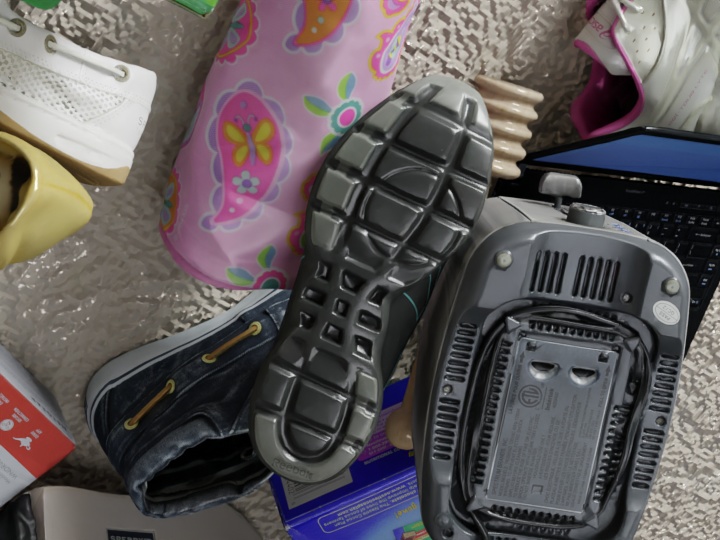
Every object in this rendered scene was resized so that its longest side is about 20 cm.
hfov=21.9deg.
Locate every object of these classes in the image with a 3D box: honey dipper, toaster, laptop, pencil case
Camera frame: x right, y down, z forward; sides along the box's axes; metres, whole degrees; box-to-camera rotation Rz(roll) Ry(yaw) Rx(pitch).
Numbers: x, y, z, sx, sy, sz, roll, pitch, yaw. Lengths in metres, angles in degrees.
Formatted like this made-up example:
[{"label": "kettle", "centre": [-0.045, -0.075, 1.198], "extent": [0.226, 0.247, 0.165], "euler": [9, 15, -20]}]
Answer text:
[{"label": "honey dipper", "centre": [0.050, -0.001, 0.965], "extent": [0.038, 0.038, 0.200], "euler": [11, 99, -31]}, {"label": "toaster", "centre": [0.084, 0.056, 0.900], "extent": [0.113, 0.129, 0.201], "euler": [8, 104, -5]}, {"label": "laptop", "centre": [0.162, -0.004, 1.009], "extent": [0.177, 0.103, 0.200], "euler": [5, 119, -28]}, {"label": "pencil case", "centre": [-0.028, -0.084, 0.875], "extent": [0.087, 0.087, 0.200], "euler": [9, 117, -31]}]

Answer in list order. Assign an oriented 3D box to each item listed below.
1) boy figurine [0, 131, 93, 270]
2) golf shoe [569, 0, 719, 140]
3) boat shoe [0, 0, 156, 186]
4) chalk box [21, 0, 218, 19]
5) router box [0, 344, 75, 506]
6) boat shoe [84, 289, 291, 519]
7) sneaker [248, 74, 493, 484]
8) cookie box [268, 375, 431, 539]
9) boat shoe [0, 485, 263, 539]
[{"label": "boy figurine", "centre": [-0.212, -0.025, 0.765], "extent": [0.199, 0.125, 0.064], "euler": [6, 165, 9]}, {"label": "golf shoe", "centre": [0.159, -0.142, 0.939], "extent": [0.091, 0.075, 0.200], "euler": [-7, 123, -18]}, {"label": "boat shoe", "centre": [-0.179, -0.107, 0.803], "extent": [0.200, 0.071, 0.069], "euler": [28, 79, -29]}, {"label": "chalk box", "centre": [-0.097, -0.193, 0.742], "extent": [0.125, 0.124, 0.200], "euler": [23, 109, -35]}, {"label": "router box", "centre": [-0.266, 0.071, 0.882], "extent": [0.179, 0.049, 0.200], "euler": [-38, 130, 1]}, {"label": "boat shoe", "centre": [-0.040, 0.057, 0.958], "extent": [0.200, 0.091, 0.071], "euler": [-29, 129, -7]}, {"label": "sneaker", "centre": [0.000, 0.000, 0.874], "extent": [0.075, 0.079, 0.200], "euler": [26, 96, -2]}, {"label": "cookie box", "centre": [0.060, 0.151, 1.065], "extent": [0.171, 0.075, 0.200], "euler": [-24, 129, 3]}, {"label": "boat shoe", "centre": [-0.139, 0.162, 1.004], "extent": [0.093, 0.075, 0.200], "euler": [-26, 150, 31]}]
